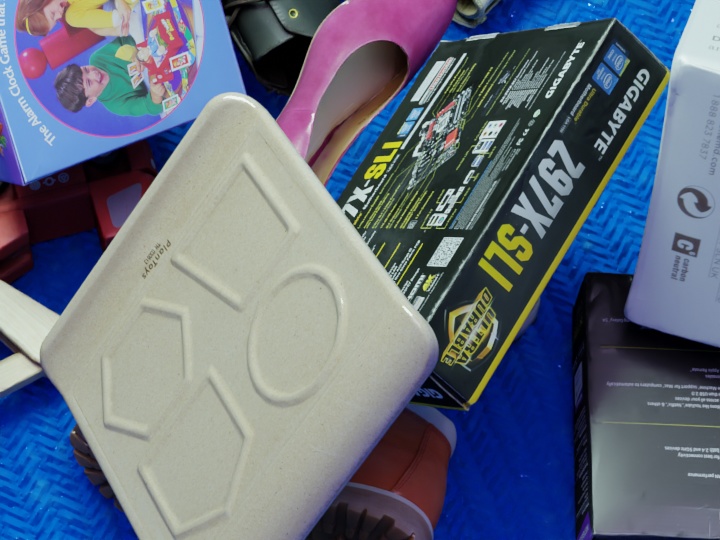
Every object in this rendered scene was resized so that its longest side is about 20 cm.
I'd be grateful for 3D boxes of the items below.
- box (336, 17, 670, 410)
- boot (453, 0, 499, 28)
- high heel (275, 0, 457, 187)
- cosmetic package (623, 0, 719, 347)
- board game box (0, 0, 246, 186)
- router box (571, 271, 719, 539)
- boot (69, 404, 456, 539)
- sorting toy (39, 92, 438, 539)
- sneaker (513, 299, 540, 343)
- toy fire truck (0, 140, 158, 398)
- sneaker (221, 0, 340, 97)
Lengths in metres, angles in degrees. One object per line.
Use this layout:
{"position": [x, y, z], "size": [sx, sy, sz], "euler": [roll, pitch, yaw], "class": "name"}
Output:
{"position": [0.047, -0.030, 1.079], "size": [0.049, 0.159, 0.201], "euler": [40, 71, -23], "class": "box"}
{"position": [0.118, -0.198, 1.273], "size": [0.199, 0.072, 0.155], "euler": [33, 66, 21], "class": "boot"}
{"position": [-0.006, -0.076, 1.134], "size": [0.199, 0.068, 0.096], "euler": [-36, 47, -19], "class": "high heel"}
{"position": [0.245, -0.072, 1.124], "size": [0.164, 0.166, 0.200], "euler": [15, 39, 11], "class": "cosmetic package"}
{"position": [-0.149, -0.161, 1.114], "size": [0.134, 0.045, 0.202], "euler": [-22, 107, -25], "class": "board game box"}
{"position": [0.213, 0.081, 1.149], "size": [0.198, 0.051, 0.150], "euler": [3, 64, -2], "class": "router box"}
{"position": [-0.048, 0.094, 1.136], "size": [0.198, 0.075, 0.108], "euler": [14, 45, 11], "class": "boot"}
{"position": [-0.060, 0.041, 1.040], "size": [0.186, 0.036, 0.200], "euler": [-53, 49, 17], "class": "sorting toy"}
{"position": [0.000, 0.000, 1.174], "size": [0.198, 0.073, 0.072], "euler": [11, 62, 2], "class": "sneaker"}
{"position": [-0.193, 0.013, 1.173], "size": [0.198, 0.049, 0.142], "euler": [-14, 66, -9], "class": "toy fire truck"}
{"position": [-0.076, -0.178, 1.195], "size": [0.075, 0.199, 0.107], "euler": [-34, 46, 31], "class": "sneaker"}
